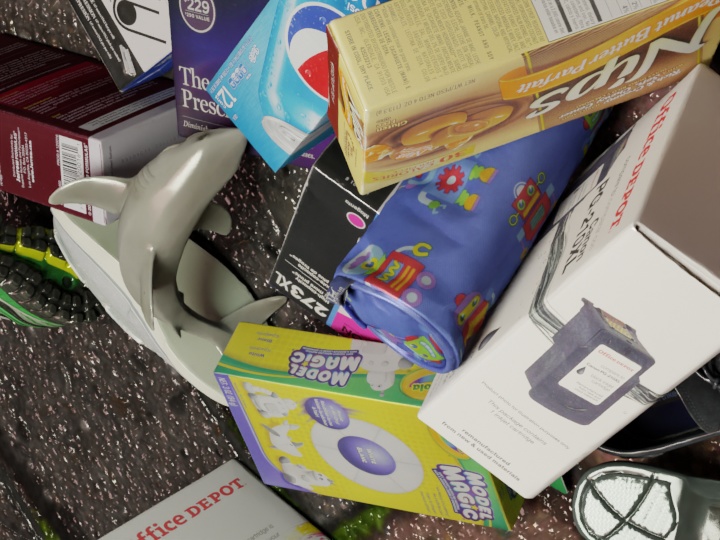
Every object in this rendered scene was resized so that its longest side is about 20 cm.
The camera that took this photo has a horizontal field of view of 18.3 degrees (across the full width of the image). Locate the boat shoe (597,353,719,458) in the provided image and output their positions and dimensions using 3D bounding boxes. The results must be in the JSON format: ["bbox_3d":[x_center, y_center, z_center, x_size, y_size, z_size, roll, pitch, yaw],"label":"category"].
[{"bbox_3d":[0.197,0.055,1.211,0.200,0.062,0.075,-28,88,44],"label":"boat shoe"}]

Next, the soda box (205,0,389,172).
[{"bbox_3d":[-0.004,-0.134,1.164,0.064,0.068,0.200,50,143,5],"label":"soda box"}]

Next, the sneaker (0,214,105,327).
[{"bbox_3d":[-0.273,-0.008,1.524,0.200,0.078,0.085,31,148,-28],"label":"sneaker"}]

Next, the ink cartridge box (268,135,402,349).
[{"bbox_3d":[0.000,0.000,1.316,0.095,0.037,0.200,35,155,5],"label":"ink cartridge box"}]

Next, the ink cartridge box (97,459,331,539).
[{"bbox_3d":[-0.078,0.259,1.489,0.200,0.147,0.146,38,131,22],"label":"ink cartridge box"}]

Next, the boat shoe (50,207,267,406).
[{"bbox_3d":[-0.132,0.015,1.486,0.201,0.070,0.072,48,155,9],"label":"boat shoe"}]

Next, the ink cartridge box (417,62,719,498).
[{"bbox_3d":[0.134,0.007,1.172,0.084,0.145,0.200,37,135,-9],"label":"ink cartridge box"}]

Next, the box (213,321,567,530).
[{"bbox_3d":[0.021,0.096,1.349,0.200,0.048,0.117,6,140,25],"label":"box"}]

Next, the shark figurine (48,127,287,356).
[{"bbox_3d":[-0.115,0.011,1.365,0.128,0.090,0.215,-9,139,1],"label":"shark figurine"}]

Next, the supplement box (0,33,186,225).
[{"bbox_3d":[-0.202,-0.095,1.456,0.200,0.109,0.061,19,122,35],"label":"supplement box"}]

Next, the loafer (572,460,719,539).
[{"bbox_3d":[0.220,0.147,1.244,0.200,0.063,0.072,17,97,18],"label":"loafer"}]

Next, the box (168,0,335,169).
[{"bbox_3d":[-0.015,-0.134,1.297,0.200,0.079,0.142,15,117,36],"label":"box"}]

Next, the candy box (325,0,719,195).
[{"bbox_3d":[0.084,-0.111,1.112,0.115,0.200,0.055,95,153,-72],"label":"candy box"}]

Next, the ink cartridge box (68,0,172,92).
[{"bbox_3d":[-0.162,-0.223,1.404,0.094,0.044,0.200,-31,88,43],"label":"ink cartridge box"}]

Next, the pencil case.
[{"bbox_3d":[0.060,-0.041,1.191,0.087,0.200,0.078,18,156,37],"label":"pencil case"}]
